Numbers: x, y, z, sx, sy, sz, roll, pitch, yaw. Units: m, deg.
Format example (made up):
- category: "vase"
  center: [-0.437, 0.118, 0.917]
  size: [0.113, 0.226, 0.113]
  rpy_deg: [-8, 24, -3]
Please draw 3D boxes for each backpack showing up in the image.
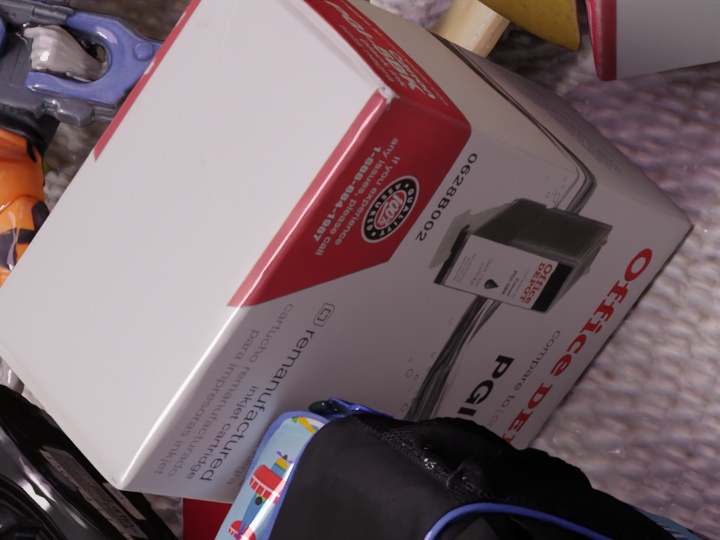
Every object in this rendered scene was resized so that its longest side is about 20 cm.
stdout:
- category: "backpack"
  center: [0.051, 0.146, 0.679]
  size: [0.134, 0.199, 0.184]
  rpy_deg: [30, 100, 57]

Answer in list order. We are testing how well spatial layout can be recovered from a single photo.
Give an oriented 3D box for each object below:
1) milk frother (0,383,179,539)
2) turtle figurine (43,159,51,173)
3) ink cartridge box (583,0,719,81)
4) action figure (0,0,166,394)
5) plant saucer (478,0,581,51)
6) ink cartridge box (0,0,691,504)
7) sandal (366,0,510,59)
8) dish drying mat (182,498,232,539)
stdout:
- category: "milk frother"
  center: [-0.155, 0.149, 0.775]
  size: [0.188, 0.200, 0.180]
  rpy_deg: [-47, 58, 1]
- category: "turtle figurine"
  center: [-0.171, -0.118, 0.975]
  size: [0.198, 0.064, 0.163]
  rpy_deg: [-10, 80, 22]
- category: "ink cartridge box"
  center: [0.095, -0.183, 0.712]
  size: [0.083, 0.145, 0.202]
  rpy_deg: [-10, 72, 4]
- category: "action figure"
  center: [-0.176, -0.059, 0.897]
  size: [0.198, 0.105, 0.195]
  rpy_deg: [20, 78, 4]
- category: "plant saucer"
  center: [0.025, -0.203, 0.741]
  size: [0.048, 0.201, 0.201]
  rpy_deg: [-10, 48, 2]
- category: "ink cartridge box"
  center: [0.000, 0.000, 0.737]
  size: [0.083, 0.199, 0.147]
  rpy_deg: [44, 106, 32]
- category: "sandal"
  center: [-0.017, -0.062, 0.829]
  size: [0.212, 0.069, 0.078]
  rpy_deg: [-52, 13, 19]
- category: "dish drying mat"
  center: [-0.033, 0.163, 0.837]
  size: [0.076, 0.018, 0.202]
  rpy_deg: [-16, 71, 34]
